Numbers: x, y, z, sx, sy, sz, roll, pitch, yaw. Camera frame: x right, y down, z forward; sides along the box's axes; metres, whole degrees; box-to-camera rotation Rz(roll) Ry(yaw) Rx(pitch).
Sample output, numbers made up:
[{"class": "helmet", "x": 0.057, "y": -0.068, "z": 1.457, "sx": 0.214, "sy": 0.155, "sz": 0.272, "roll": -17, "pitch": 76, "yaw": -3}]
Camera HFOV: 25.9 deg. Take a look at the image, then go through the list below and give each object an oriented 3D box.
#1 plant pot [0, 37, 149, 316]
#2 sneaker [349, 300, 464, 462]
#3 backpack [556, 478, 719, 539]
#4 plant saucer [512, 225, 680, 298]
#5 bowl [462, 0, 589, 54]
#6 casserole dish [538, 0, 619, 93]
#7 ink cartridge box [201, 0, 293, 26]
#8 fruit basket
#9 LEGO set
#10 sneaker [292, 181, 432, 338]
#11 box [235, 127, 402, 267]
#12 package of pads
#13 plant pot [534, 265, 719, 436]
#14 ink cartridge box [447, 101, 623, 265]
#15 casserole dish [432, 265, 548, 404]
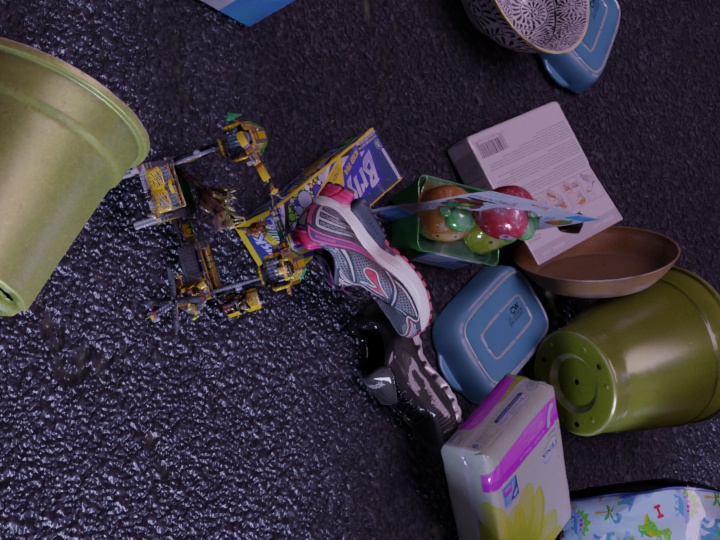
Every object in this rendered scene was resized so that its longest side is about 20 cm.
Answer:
[{"class": "plant pot", "x": -0.308, "y": -0.069, "z": 1.342, "sx": 0.200, "sy": 0.200, "sz": 0.184, "roll": 35, "pitch": 66, "yaw": -31}, {"class": "sneaker", "x": 0.043, "y": 0.122, "z": 1.687, "sx": 0.090, "sy": 0.066, "sz": 0.200, "roll": -22, "pitch": 88, "yaw": -42}, {"class": "backpack", "x": 0.343, "y": 0.321, "z": 1.806, "sx": 0.183, "sy": 0.200, "sz": 0.147, "roll": 15, "pitch": 65, "yaw": -41}, {"class": "plant saucer", "x": 0.284, "y": -0.007, "z": 1.889, "sx": 0.200, "sy": 0.200, "sz": 0.036, "roll": -27, "pitch": 119, "yaw": -46}, {"class": "bowl", "x": 0.189, "y": -0.352, "z": 1.975, "sx": 0.201, "sy": 0.094, "sz": 0.201, "roll": 18, "pitch": 63, "yaw": -39}, {"class": "casserole dish", "x": 0.296, "y": -0.329, "z": 2.101, "sx": 0.121, "sy": 0.039, "sz": 0.200, "roll": 44, "pitch": 49, "yaw": -25}, {"class": "ink cartridge box", "x": -0.143, "y": -0.379, "z": 1.625, "sx": 0.200, "sy": 0.146, "sz": 0.147, "roll": 24, "pitch": 60, "yaw": -36}, {"class": "fruit basket", "x": 0.136, "y": -0.053, "z": 1.743, "sx": 0.185, "sy": 0.200, "sz": 0.094, "roll": 11, "pitch": 82, "yaw": -42}, {"class": "LEGO set", "x": -0.144, "y": -0.046, "z": 1.497, "sx": 0.116, "sy": 0.154, "sz": 0.200, "roll": -25, "pitch": 106, "yaw": -73}, {"class": "sneaker", "x": 0.000, "y": 0.000, "z": 1.611, "sx": 0.075, "sy": 0.081, "sz": 0.200, "roll": -49, "pitch": 122, "yaw": -17}, {"class": "box", "x": -0.042, "y": -0.074, "z": 1.672, "sx": 0.200, "sy": 0.064, "sz": 0.070, "roll": -43, "pitch": 106, "yaw": -43}, {"class": "package of pads", "x": 0.164, "y": 0.231, "z": 1.715, "sx": 0.154, "sy": 0.068, "sz": 0.200, "roll": -42, "pitch": 131, "yaw": -43}, {"class": "plant pot", "x": 0.317, "y": 0.112, "z": 1.872, "sx": 0.193, "sy": 0.200, "sz": 0.201, "roll": -16, "pitch": 87, "yaw": -39}, {"class": "ink cartridge box", "x": 0.217, "y": -0.104, "z": 1.934, "sx": 0.200, "sy": 0.045, "sz": 0.176, "roll": -25, "pitch": 86, "yaw": -46}, {"class": "casserole dish", "x": 0.159, "y": 0.070, "z": 1.835, "sx": 0.200, "sy": 0.039, "sz": 0.121, "roll": -43, "pitch": 107, "yaw": -45}]
